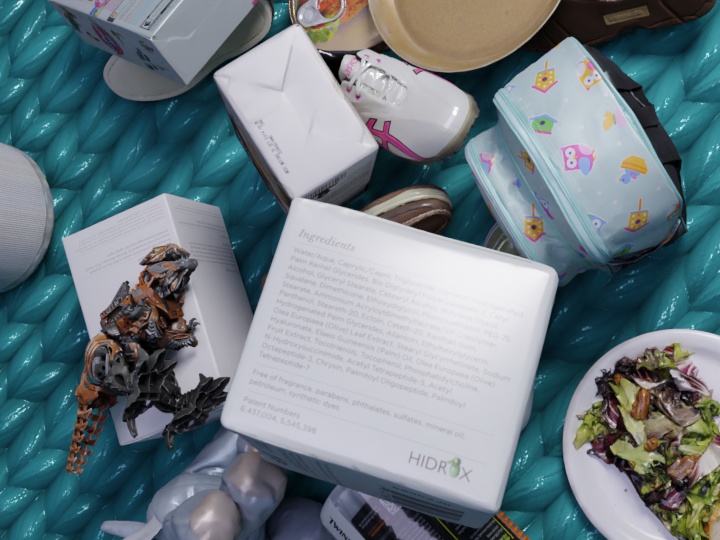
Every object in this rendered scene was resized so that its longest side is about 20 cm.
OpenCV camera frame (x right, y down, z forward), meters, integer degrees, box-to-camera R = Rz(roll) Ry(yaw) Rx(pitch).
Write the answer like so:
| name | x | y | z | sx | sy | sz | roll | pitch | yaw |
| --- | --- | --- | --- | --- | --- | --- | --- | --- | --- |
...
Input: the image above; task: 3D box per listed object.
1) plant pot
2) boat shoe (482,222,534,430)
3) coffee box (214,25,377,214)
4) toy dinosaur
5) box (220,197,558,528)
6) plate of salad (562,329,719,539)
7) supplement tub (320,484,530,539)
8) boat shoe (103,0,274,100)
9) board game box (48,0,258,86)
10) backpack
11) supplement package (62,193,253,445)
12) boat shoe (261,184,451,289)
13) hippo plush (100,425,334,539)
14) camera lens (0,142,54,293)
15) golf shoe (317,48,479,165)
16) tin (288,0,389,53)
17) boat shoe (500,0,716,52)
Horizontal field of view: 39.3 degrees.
| name | x | y | z | sx | sy | sz | roll | pitch | yaw |
| --- | --- | --- | --- | --- | --- | --- | --- | --- | --- |
| plant pot | 0.097 | -0.267 | 0.877 | 0.198 | 0.027 | 0.203 | -5 | 79 | 30 |
| boat shoe | 0.131 | 0.051 | 0.886 | 0.071 | 0.062 | 0.203 | 3 | 87 | 18 |
| coffee box | -0.051 | -0.110 | 0.846 | 0.079 | 0.200 | 0.115 | -32 | 88 | -4 |
| toy dinosaur | -0.188 | 0.080 | 0.860 | 0.135 | 0.101 | 0.202 | 30 | 110 | 39 |
| box | 0.025 | 0.077 | 0.753 | 0.198 | 0.199 | 0.173 | 16 | 75 | 8 |
| plate of salad | 0.268 | 0.150 | 0.845 | 0.198 | 0.048 | 0.203 | -1 | 87 | 19 |
| supplement tub | 0.071 | 0.241 | 0.866 | 0.200 | 0.122 | 0.123 | 44 | 100 | 16 |
| boat shoe | -0.169 | -0.232 | 1.001 | 0.198 | 0.072 | 0.060 | -22 | 39 | 26 |
| board game box | -0.184 | -0.268 | 0.943 | 0.199 | 0.064 | 0.148 | 29 | 75 | 42 |
| backpack | 0.171 | -0.082 | 0.800 | 0.152 | 0.200 | 0.177 | -30 | 79 | 6 |
| supplement package | -0.179 | 0.047 | 0.958 | 0.119 | 0.121 | 0.202 | -21 | 80 | 15 |
| boat shoe | 0.003 | 0.002 | 0.915 | 0.201 | 0.074 | 0.076 | -32 | 59 | 25 |
| hippo plush | -0.101 | 0.243 | 0.894 | 0.200 | 0.159 | 0.161 | -40 | 106 | -7 |
| camera lens | -0.416 | -0.059 | 0.999 | 0.158 | 0.200 | 0.162 | -1 | 87 | 18 |
| golf shoe | 0.020 | -0.146 | 0.870 | 0.199 | 0.092 | 0.073 | 29 | 91 | 54 |
| tin | 0.028 | -0.271 | 0.951 | 0.198 | 0.042 | 0.113 | -21 | 77 | 15 |
| boat shoe | 0.210 | -0.244 | 0.883 | 0.200 | 0.075 | 0.075 | -1 | 52 | 25 |
